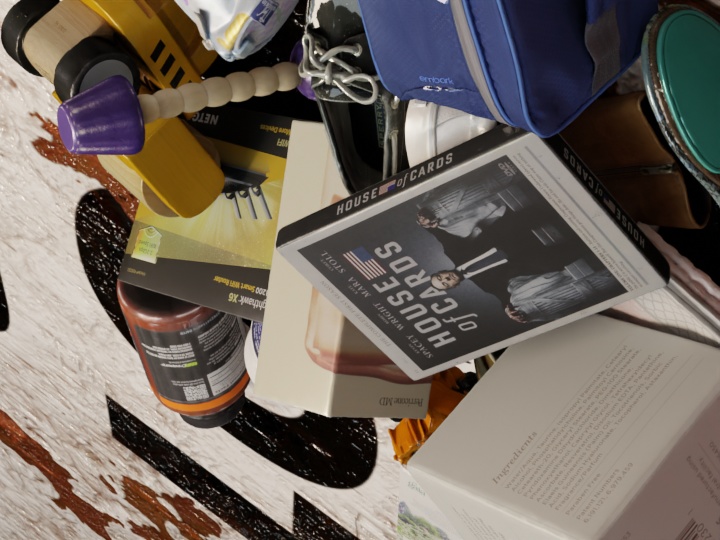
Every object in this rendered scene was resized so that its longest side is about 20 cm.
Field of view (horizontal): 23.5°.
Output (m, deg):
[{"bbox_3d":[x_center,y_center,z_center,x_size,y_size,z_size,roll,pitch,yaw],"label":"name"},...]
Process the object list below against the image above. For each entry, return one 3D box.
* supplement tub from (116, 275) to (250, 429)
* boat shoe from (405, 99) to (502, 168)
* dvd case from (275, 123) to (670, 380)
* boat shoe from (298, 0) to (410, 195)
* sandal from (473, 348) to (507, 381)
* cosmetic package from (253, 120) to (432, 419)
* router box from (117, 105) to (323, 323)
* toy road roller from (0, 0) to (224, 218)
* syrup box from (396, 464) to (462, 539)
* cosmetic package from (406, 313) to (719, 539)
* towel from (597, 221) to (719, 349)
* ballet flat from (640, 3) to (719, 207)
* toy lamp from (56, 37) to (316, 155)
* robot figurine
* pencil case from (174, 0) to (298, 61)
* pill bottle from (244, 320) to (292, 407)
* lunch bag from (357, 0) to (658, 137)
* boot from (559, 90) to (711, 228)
[{"bbox_3d":[-0.162,0.067,1.661,0.107,0.107,0.200,28,149,28],"label":"supplement tub"},{"bbox_3d":[0.083,-0.045,1.107,0.068,0.072,0.200,11,137,25],"label":"boat shoe"},{"bbox_3d":[0.069,-0.009,1.084,0.200,0.025,0.150,-24,127,32],"label":"dvd case"},{"bbox_3d":[-0.004,-0.129,1.075,0.073,0.068,0.200,14,134,24],"label":"boat shoe"},{"bbox_3d":[0.122,0.054,1.267,0.054,0.080,0.200,36,159,46],"label":"sandal"},{"bbox_3d":[0.000,0.000,1.230,0.087,0.103,0.200,12,96,46],"label":"cosmetic package"},{"bbox_3d":[-0.092,-0.044,1.352,0.200,0.158,0.052,13,177,44],"label":"router box"},{"bbox_3d":[-0.155,-0.151,1.297,0.123,0.146,0.200,39,169,43],"label":"toy road roller"},{"bbox_3d":[0.086,0.215,1.564,0.079,0.081,0.200,31,150,19],"label":"syrup box"},{"bbox_3d":[0.176,0.147,1.157,0.200,0.166,0.167,17,151,55],"label":"cosmetic package"},{"bbox_3d":[0.230,0.063,1.168,0.200,0.032,0.191,41,165,5],"label":"towel"},{"bbox_3d":[0.216,-0.066,1.005,0.200,0.074,0.074,54,152,-12],"label":"ballet flat"},{"bbox_3d":[-0.113,-0.122,1.216,0.058,0.200,0.058,47,146,46],"label":"toy lamp"},{"bbox_3d":[0.089,0.119,1.341,0.200,0.058,0.145,20,-145,-43],"label":"robot figurine"},{"bbox_3d":[-0.129,-0.235,1.199,0.200,0.091,0.083,42,-163,7],"label":"pencil case"},{"bbox_3d":[-0.026,0.045,1.433,0.116,0.116,0.200,44,153,-1],"label":"pill bottle"},{"bbox_3d":[0.081,-0.182,0.939,0.132,0.136,0.200,19,143,38],"label":"lunch bag"},{"bbox_3d":[0.105,-0.092,1.111,0.200,0.068,0.188,1,131,52],"label":"boot"}]
